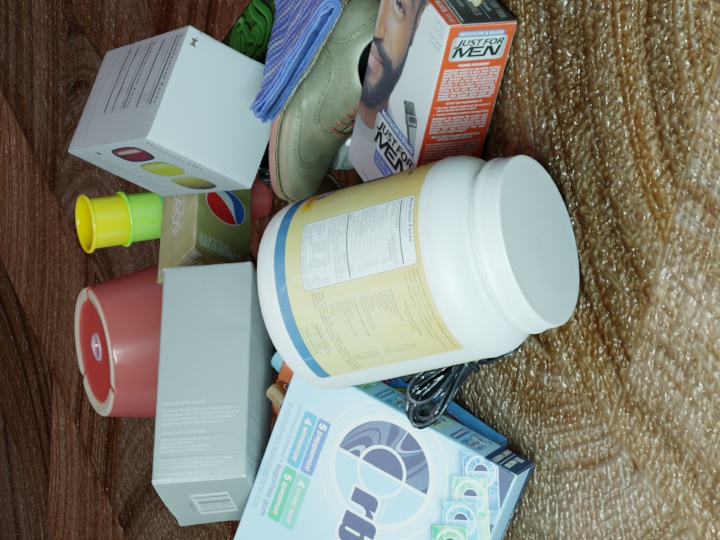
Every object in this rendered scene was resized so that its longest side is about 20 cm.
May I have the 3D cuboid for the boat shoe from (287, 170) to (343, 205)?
[{"bbox_3d":[0.000,0.000,1.462,0.074,0.076,0.200,-41,68,56],"label":"boat shoe"}]

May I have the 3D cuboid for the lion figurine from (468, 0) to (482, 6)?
[{"bbox_3d":[0.083,-0.302,1.194,0.123,0.072,0.201,101,166,-62],"label":"lion figurine"}]

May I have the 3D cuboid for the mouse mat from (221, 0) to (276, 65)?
[{"bbox_3d":[-0.101,-0.194,1.558,0.161,0.008,0.200,-49,31,32],"label":"mouse mat"}]

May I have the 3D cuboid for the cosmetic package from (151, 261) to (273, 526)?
[{"bbox_3d":[-0.122,0.103,1.399,0.107,0.090,0.201,73,-168,-60],"label":"cosmetic package"}]

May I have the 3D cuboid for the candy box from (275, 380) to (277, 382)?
[{"bbox_3d":[-0.028,0.109,1.566,0.200,0.055,0.116,65,149,34],"label":"candy box"}]

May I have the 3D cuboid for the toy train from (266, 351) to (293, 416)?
[{"bbox_3d":[-0.026,0.166,1.365,0.200,0.056,0.150,47,137,22],"label":"toy train"}]

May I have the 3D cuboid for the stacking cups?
[{"bbox_3d":[-0.190,-0.058,1.691,0.060,0.200,0.061,23,117,58],"label":"stacking cups"}]

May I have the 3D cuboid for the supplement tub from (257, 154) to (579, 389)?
[{"bbox_3d":[0.041,0.000,1.187,0.200,0.145,0.145,-14,84,30],"label":"supplement tub"}]

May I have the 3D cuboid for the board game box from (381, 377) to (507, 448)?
[{"bbox_3d":[0.020,0.179,1.408,0.196,0.056,0.200,34,131,33],"label":"board game box"}]

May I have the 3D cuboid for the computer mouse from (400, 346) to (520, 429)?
[{"bbox_3d":[0.053,0.033,1.305,0.053,0.139,0.200,45,180,-25],"label":"computer mouse"}]

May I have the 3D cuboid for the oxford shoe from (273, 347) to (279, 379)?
[{"bbox_3d":[-0.123,0.048,1.592,0.200,0.070,0.075,37,120,57],"label":"oxford shoe"}]

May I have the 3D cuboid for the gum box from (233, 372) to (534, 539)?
[{"bbox_3d":[0.015,0.183,1.297,0.200,0.045,0.170,27,108,20],"label":"gum box"}]

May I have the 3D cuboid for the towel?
[{"bbox_3d":[-0.048,-0.234,1.409,0.145,0.024,0.200,-53,21,39],"label":"towel"}]

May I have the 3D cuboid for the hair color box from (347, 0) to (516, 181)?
[{"bbox_3d":[0.052,-0.139,1.302,0.111,0.064,0.200,-121,34,-43],"label":"hair color box"}]

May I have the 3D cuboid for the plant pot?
[{"bbox_3d":[-0.209,0.076,1.808,0.200,0.177,0.201,172,90,-66],"label":"plant pot"}]

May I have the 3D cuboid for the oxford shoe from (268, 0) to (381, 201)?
[{"bbox_3d":[-0.020,-0.142,1.410,0.075,0.070,0.200,33,114,33],"label":"oxford shoe"}]

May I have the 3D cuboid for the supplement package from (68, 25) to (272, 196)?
[{"bbox_3d":[-0.169,-0.141,1.507,0.200,0.114,0.110,0,68,61],"label":"supplement package"}]

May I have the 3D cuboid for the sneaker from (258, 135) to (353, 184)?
[{"bbox_3d":[-0.074,-0.121,1.554,0.200,0.087,0.074,-169,72,-65],"label":"sneaker"}]

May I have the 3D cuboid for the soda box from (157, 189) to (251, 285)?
[{"bbox_3d":[-0.150,-0.066,1.605,0.068,0.064,0.200,-42,34,35],"label":"soda box"}]
